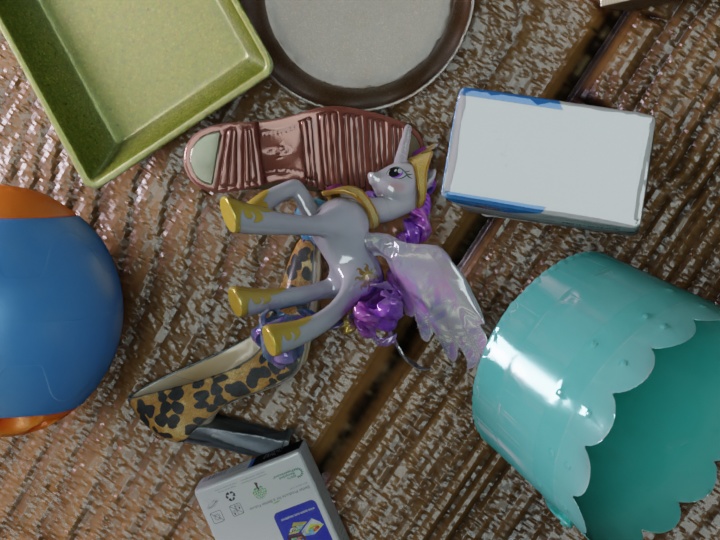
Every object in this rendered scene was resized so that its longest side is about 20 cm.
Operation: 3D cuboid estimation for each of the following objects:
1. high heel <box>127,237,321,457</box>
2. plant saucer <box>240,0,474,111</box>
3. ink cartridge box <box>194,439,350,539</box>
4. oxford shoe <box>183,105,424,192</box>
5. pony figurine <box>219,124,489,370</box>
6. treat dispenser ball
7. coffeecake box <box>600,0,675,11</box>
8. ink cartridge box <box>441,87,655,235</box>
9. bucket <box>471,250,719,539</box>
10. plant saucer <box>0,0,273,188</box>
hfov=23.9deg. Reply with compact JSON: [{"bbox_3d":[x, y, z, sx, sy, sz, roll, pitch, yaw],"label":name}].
[{"bbox_3d":[-0.111,0.055,1.402,0.141,0.071,0.202,14,103,2],"label":"high heel"},{"bbox_3d":[-0.003,-0.230,1.396,0.198,0.032,0.202,0,92,10],"label":"plant saucer"},{"bbox_3d":[-0.053,0.249,1.409,0.099,0.039,0.201,-21,99,10],"label":"ink cartridge box"},{"bbox_3d":[-0.048,-0.099,1.393,0.198,0.074,0.071,1,94,-11],"label":"oxford shoe"},{"bbox_3d":[0.000,0.000,1.319,0.199,0.166,0.195,-19,92,-26],"label":"pony figurine"},{"bbox_3d":[-0.291,0.033,1.366,0.199,0.201,0.203,0,92,9],"label":"treat dispenser ball"},{"bbox_3d":[0.252,-0.316,1.312,0.152,0.073,0.202,-8,91,27],"label":"coffeecake box"},{"bbox_3d":[0.147,-0.079,1.294,0.145,0.200,0.085,9,91,8],"label":"ink cartridge box"},{"bbox_3d":[0.192,0.094,1.285,0.135,0.207,0.208,35,98,39],"label":"bucket"},{"bbox_3d":[-0.186,-0.201,1.405,0.199,0.048,0.201,-30,87,20],"label":"plant saucer"}]
